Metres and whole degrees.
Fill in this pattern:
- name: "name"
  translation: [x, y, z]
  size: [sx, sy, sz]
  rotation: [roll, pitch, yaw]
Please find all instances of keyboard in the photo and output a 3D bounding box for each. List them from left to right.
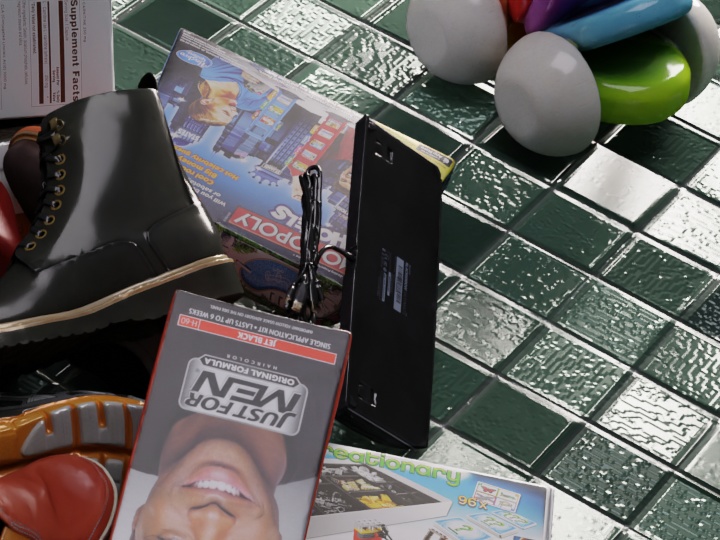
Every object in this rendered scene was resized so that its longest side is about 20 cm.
- name: "keyboard"
  translation: [0.000, 0.000, 1.727]
  size: [0.127, 0.021, 0.201]
  rotation: [33, 48, -39]

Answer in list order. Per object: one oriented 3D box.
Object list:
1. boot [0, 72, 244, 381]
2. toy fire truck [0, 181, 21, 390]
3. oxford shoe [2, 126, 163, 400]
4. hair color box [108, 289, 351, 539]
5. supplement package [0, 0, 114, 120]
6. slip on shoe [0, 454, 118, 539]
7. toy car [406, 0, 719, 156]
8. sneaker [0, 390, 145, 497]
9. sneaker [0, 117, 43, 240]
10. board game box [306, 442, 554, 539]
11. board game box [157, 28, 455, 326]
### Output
- name: "boot"
  translation: [-0.175, -0.022, 1.615]
  size: [0.199, 0.077, 0.139]
  rotation: [-15, 80, -33]
- name: "toy fire truck"
  translation: [-0.273, -0.041, 1.648]
  size: [0.175, 0.201, 0.129]
  rotation: [-1, 41, -16]
- name: "oxford shoe"
  translation: [-0.146, 0.008, 1.678]
  size: [0.072, 0.071, 0.200]
  rotation: [-34, 84, -38]
- name: "hair color box"
  translation: [-0.074, 0.119, 1.550]
  size: [0.101, 0.061, 0.201]
  rotation: [13, 62, -2]
- name: "supplement package"
  translation: [-0.270, -0.173, 1.799]
  size: [0.199, 0.148, 0.191]
  rotation: [-6, 13, -21]
- name: "slip on shoe"
  translation: [-0.188, 0.132, 1.499]
  size: [0.074, 0.062, 0.200]
  rotation: [32, 30, 24]
- name: "toy car"
  translation: [0.143, -0.183, 1.973]
  size: [0.174, 0.151, 0.200]
  rotation: [-22, 50, -36]
- name: "sneaker"
  translation: [-0.186, 0.094, 1.614]
  size: [0.199, 0.079, 0.077]
  rotation: [1, 19, -25]
- name: "sneaker"
  translation: [-0.189, -0.057, 1.812]
  size: [0.072, 0.085, 0.200]
  rotation: [-2, 14, 22]
- name: "board game box"
  translation: [0.003, 0.152, 1.620]
  size: [0.199, 0.035, 0.127]
  rotation: [12, 40, -1]
- name: "board game box"
  translation: [-0.074, -0.036, 1.806]
  size: [0.199, 0.062, 0.200]
  rotation: [26, 44, 11]
